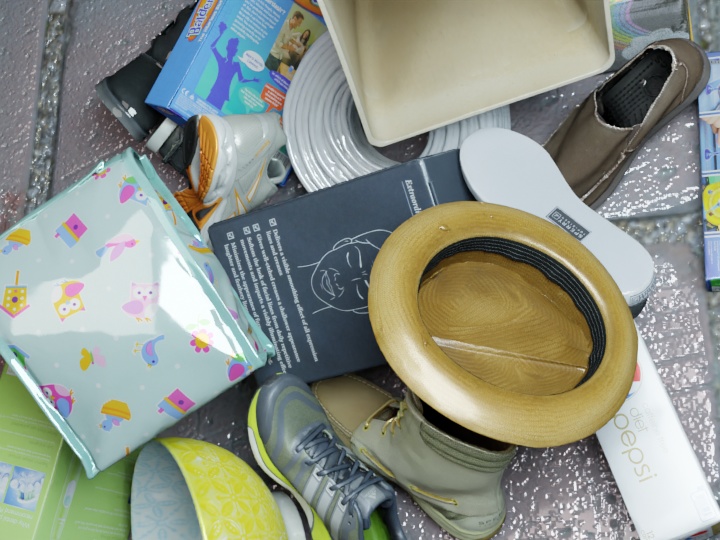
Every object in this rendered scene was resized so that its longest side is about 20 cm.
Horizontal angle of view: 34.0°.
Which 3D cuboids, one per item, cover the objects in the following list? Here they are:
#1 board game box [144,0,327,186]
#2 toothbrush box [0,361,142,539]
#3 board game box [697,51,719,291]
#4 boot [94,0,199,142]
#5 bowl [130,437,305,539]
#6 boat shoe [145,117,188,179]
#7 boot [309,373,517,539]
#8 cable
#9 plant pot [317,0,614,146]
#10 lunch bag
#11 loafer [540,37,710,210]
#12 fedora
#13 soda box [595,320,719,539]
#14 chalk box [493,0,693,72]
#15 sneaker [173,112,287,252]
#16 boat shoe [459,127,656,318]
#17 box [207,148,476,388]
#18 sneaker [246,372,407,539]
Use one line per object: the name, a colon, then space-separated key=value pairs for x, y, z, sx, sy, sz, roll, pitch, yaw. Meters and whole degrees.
board game box: x=-0.087 y=-0.201 z=1.084 sx=0.045 sy=0.152 sz=0.200 roll=20 pitch=79 yaw=48
toothbrush box: x=-0.262 y=0.184 z=1.029 sx=0.086 sy=0.146 sz=0.200 roll=8 pitch=77 yaw=22
board game box: x=0.345 y=-0.086 z=0.954 sx=0.135 sy=0.034 sz=0.200 roll=-3 pitch=73 yaw=19
boot: x=-0.156 y=-0.218 z=1.127 sx=0.200 sy=0.066 sz=0.165 roll=-38 pitch=24 yaw=4
bowl: x=-0.109 y=0.229 z=0.967 sx=0.107 sy=0.200 sz=0.200 roll=-6 pitch=64 yaw=-28
boat shoe: x=-0.123 y=-0.174 z=1.142 sx=0.060 sy=0.076 sz=0.200 roll=42 pitch=79 yaw=-12
boot: x=0.037 y=0.115 z=0.931 sx=0.200 sy=0.155 sz=0.072 roll=35 pitch=62 yaw=23
cable: x=0.029 y=-0.132 z=1.025 sx=0.200 sy=0.069 sz=0.200 roll=12 pitch=109 yaw=19
plant pot: x=0.060 y=-0.247 z=0.885 sx=0.199 sy=0.200 sz=0.177 roll=-18 pitch=55 yaw=4
lunch bag: x=-0.188 y=0.029 z=0.909 sx=0.170 sy=0.122 sz=0.200 roll=-34 pitch=91 yaw=3
loafer: x=0.199 y=-0.120 z=0.983 sx=0.200 sy=0.071 sz=0.073 roll=-50 pitch=63 yaw=17
fedora: x=0.094 y=0.046 z=0.837 sx=0.200 sy=0.082 sz=0.201 roll=8 pitch=60 yaw=-13
soda box: x=0.214 y=0.116 z=0.919 sx=0.064 sy=0.068 sz=0.200 roll=-24 pitch=66 yaw=11
chalk box: x=0.177 y=-0.246 z=1.019 sx=0.200 sy=0.124 sz=0.124 roll=-7 pitch=71 yaw=17
sneaker: x=-0.114 y=-0.064 z=1.058 sx=0.092 sy=0.200 sz=0.076 roll=-13 pitch=61 yaw=-27
boat shoe: x=0.149 y=-0.034 z=0.926 sx=0.069 sy=0.057 sz=0.200 roll=-34 pitch=60 yaw=-14
box: x=0.000 y=0.000 z=0.972 sx=0.200 sy=0.107 sz=0.149 roll=-15 pitch=94 yaw=24
sneaker: x=-0.016 y=0.164 z=0.932 sx=0.081 sy=0.200 sz=0.074 roll=-12 pitch=25 yaw=51
